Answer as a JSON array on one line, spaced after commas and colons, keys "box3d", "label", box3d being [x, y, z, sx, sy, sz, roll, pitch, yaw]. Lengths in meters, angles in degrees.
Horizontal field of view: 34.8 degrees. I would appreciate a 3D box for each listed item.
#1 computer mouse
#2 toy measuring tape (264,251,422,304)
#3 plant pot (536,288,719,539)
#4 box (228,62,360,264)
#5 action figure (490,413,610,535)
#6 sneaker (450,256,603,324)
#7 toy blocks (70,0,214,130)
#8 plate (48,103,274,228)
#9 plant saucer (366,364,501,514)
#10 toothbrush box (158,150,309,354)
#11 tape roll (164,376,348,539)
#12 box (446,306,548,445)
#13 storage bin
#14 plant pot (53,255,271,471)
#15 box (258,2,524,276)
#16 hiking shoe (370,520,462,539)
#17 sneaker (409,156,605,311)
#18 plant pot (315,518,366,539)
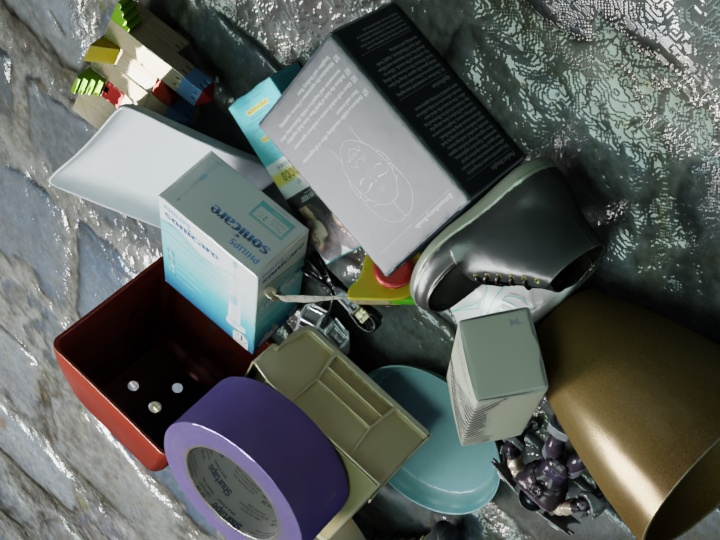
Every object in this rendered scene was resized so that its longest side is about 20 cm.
[{"box3d": [-0.041, 0.066, 1.318, 0.110, 0.044, 0.200, 39, 143, 9], "label": "computer mouse"}, {"box3d": [0.000, 0.000, 1.208, 0.200, 0.074, 0.074, 0, 120, 9], "label": "toy measuring tape"}, {"box3d": [0.251, 0.114, 1.037, 0.200, 0.186, 0.187, 46, 138, 30], "label": "plant pot"}, {"box3d": [-0.052, -0.111, 1.218, 0.082, 0.049, 0.200, -26, 98, 46], "label": "box"}, {"box3d": [0.211, 0.196, 1.189, 0.130, 0.069, 0.200, 34, 138, 9], "label": "action figure"}, {"box3d": [0.152, 0.014, 1.117, 0.080, 0.070, 0.200, 54, 137, 2], "label": "sneaker"}, {"box3d": [-0.237, -0.199, 1.297, 0.137, 0.100, 0.200, 38, 135, -2], "label": "toy blocks"}, {"box3d": [-0.223, -0.114, 1.306, 0.200, 0.032, 0.199, 22, 146, -30], "label": "plate"}, {"box3d": [0.079, 0.190, 1.320, 0.200, 0.027, 0.200, 21, 129, 29], "label": "plant saucer"}, {"box3d": [-0.144, -0.016, 1.289, 0.146, 0.085, 0.200, 39, 155, 14], "label": "toothbrush box"}, {"box3d": [-0.117, 0.222, 1.275, 0.200, 0.085, 0.200, 26, 139, 25], "label": "tape roll"}, {"box3d": [0.126, 0.106, 1.094, 0.200, 0.068, 0.082, 85, 174, -69], "label": "box"}, {"box3d": [-0.052, 0.191, 1.331, 0.199, 0.094, 0.200, 42, 144, 7], "label": "storage bin"}, {"box3d": [-0.253, 0.138, 1.455, 0.200, 0.200, 0.176, 42, 147, 10], "label": "plant pot"}, {"box3d": [0.028, -0.124, 1.103, 0.200, 0.107, 0.148, 51, 136, 3], "label": "box"}, {"box3d": [0.054, 0.359, 1.413, 0.101, 0.076, 0.200, 35, 135, 12], "label": "hiking shoe"}, {"box3d": [0.128, -0.001, 1.053, 0.200, 0.075, 0.106, -48, 58, 35], "label": "sneaker"}, {"box3d": [-0.076, 0.394, 1.460, 0.200, 0.134, 0.201, 41, 143, 40], "label": "plant pot"}]
